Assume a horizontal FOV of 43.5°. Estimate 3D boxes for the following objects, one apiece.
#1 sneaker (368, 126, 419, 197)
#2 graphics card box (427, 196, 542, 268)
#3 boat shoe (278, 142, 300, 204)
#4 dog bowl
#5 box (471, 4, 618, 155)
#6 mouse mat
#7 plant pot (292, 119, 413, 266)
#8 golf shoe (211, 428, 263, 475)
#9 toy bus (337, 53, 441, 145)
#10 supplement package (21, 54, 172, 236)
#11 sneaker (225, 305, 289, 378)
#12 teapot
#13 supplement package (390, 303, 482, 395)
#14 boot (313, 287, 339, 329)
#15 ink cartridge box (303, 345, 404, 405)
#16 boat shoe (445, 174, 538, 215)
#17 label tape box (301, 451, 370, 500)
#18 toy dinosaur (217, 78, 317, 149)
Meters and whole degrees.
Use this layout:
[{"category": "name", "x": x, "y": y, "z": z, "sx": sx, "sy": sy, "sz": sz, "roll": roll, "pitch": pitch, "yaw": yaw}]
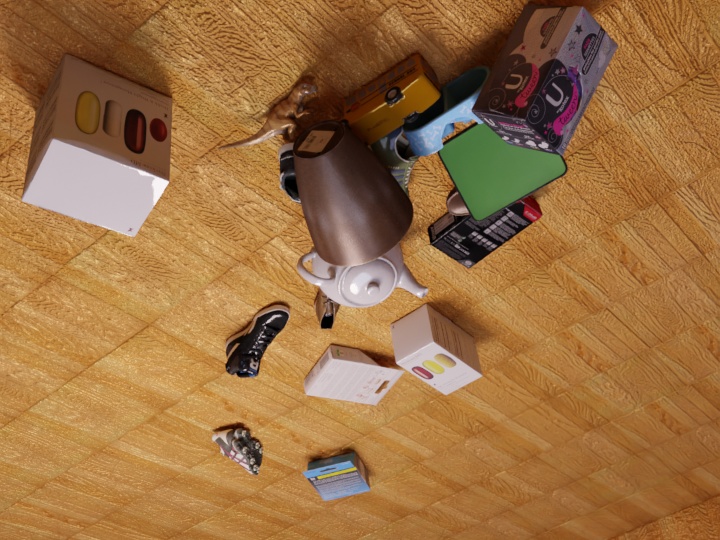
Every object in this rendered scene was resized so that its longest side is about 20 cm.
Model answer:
[{"category": "sneaker", "x": 0.071, "y": -0.190, "z": 1.641, "sx": 0.089, "sy": 0.068, "sz": 0.201, "roll": -15, "pitch": 137, "yaw": 17}, {"category": "graphics card box", "x": 0.246, "y": -0.095, "z": 1.801, "sx": 0.125, "sy": 0.051, "sz": 0.200, "roll": 27, "pitch": 127, "yaw": -34}, {"category": "boat shoe", "x": -0.113, "y": -0.156, "z": 1.620, "sx": 0.075, "sy": 0.061, "sz": 0.200, "roll": -7, "pitch": 159, "yaw": 6}, {"category": "dog bowl", "x": 0.156, "y": -0.274, "z": 1.531, "sx": 0.199, "sy": 0.112, "sz": 0.050, "roll": -29, "pitch": 122, "yaw": 24}, {"category": "box", "x": 0.289, "y": -0.303, "z": 1.422, "sx": 0.114, "sy": 0.132, "sz": 0.201, "roll": 29, "pitch": 87, "yaw": -37}, {"category": "mouse mat", "x": 0.253, "y": -0.199, "z": 1.623, "sx": 0.199, "sy": 0.162, "sz": 0.008, "roll": -29, "pitch": 178, "yaw": 23}, {"category": "plant pot", "x": -0.032, "y": -0.143, "z": 1.501, "sx": 0.185, "sy": 0.188, "sz": 0.201, "roll": -19, "pitch": 132, "yaw": 13}, {"category": "golf shoe", "x": -0.317, "y": 0.471, "z": 2.377, "sx": 0.087, "sy": 0.078, "sz": 0.201, "roll": 1, "pitch": 142, "yaw": 21}, {"category": "toy bus", "x": 0.036, "y": -0.276, "z": 1.525, "sx": 0.199, "sy": 0.079, "sz": 0.065, "roll": -29, "pitch": 138, "yaw": 23}, {"category": "supplement package", "x": -0.416, "y": -0.198, "z": 1.444, "sx": 0.190, "sy": 0.201, "sz": 0.147, "roll": 19, "pitch": 134, "yaw": -30}, {"category": "sneaker", "x": -0.221, "y": 0.170, "z": 1.986, "sx": 0.073, "sy": 0.113, "sz": 0.200, "roll": 26, "pitch": 130, "yaw": -35}, {"category": "teapot", "x": 0.000, "y": 0.000, "z": 1.765, "sx": 0.199, "sy": 0.146, "sz": 0.198, "roll": -29, "pitch": 127, "yaw": 4}, {"category": "supplement package", "x": 0.174, "y": 0.184, "z": 2.074, "sx": 0.113, "sy": 0.110, "sz": 0.199, "roll": -32, "pitch": 135, "yaw": 26}, {"category": "boot", "x": -0.058, "y": 0.047, "z": 1.899, "sx": 0.073, "sy": 0.076, "sz": 0.201, "roll": 3, "pitch": 137, "yaw": -9}, {"category": "ink cartridge box", "x": -0.017, "y": 0.255, "z": 2.180, "sx": 0.198, "sy": 0.050, "sz": 0.161, "roll": 10, "pitch": 137, "yaw": -27}, {"category": "boat shoe", "x": 0.244, "y": -0.148, "z": 1.676, "sx": 0.198, "sy": 0.068, "sz": 0.073, "roll": -17, "pitch": 106, "yaw": 27}, {"category": "label tape box", "x": -0.068, "y": 0.562, "z": 2.519, "sx": 0.143, "sy": 0.064, "sz": 0.201, "roll": -15, "pitch": 140, "yaw": 9}, {"category": "toy dinosaur", "x": -0.139, "y": -0.252, "z": 1.553, "sx": 0.200, "sy": 0.061, "sz": 0.106, "roll": -40, "pitch": 119, "yaw": 19}]
